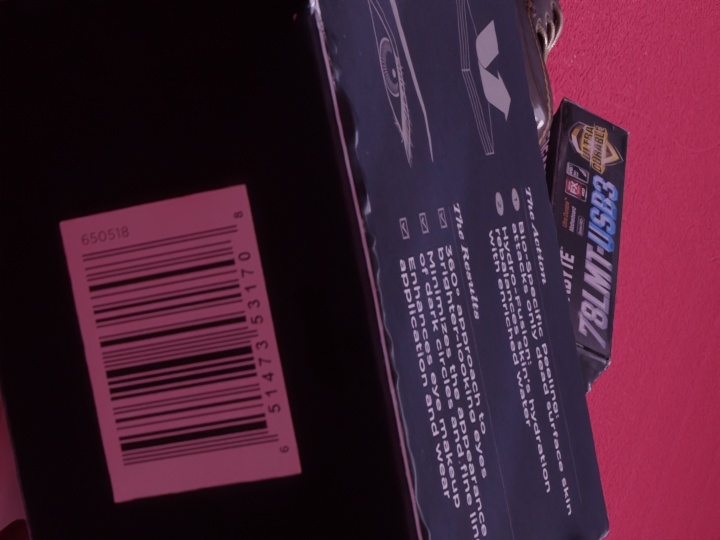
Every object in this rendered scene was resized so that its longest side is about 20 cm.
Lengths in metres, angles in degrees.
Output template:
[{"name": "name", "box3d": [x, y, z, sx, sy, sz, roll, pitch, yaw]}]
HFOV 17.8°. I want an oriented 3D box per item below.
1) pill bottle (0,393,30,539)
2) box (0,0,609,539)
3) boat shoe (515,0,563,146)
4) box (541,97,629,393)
[{"name": "pill bottle", "box3d": [-0.123, 0.051, 0.705, 0.200, 0.114, 0.115, 40, 66, -62]}, {"name": "box", "box3d": [-0.016, 0.009, 0.679, 0.200, 0.117, 0.198, -17, 96, -70]}, {"name": "boat shoe", "box3d": [0.060, -0.118, 1.051, 0.075, 0.073, 0.201, -58, -149, 32]}, {"name": "box", "box3d": [0.070, 0.042, 1.200, 0.201, 0.049, 0.199, -79, -164, -51]}]
